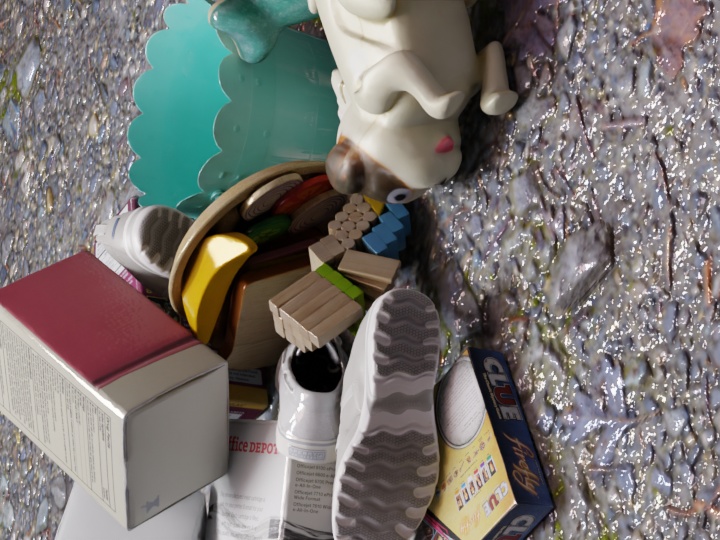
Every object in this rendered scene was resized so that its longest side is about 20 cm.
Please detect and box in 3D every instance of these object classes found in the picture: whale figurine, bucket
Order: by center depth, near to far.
[{"bbox_3d":[-0.033,-0.253,1.442,0.200,0.159,0.104,-47,53,-3],"label":"whale figurine"},{"bbox_3d":[-0.113,-0.137,1.575,0.207,0.134,0.209,-26,59,55],"label":"bucket"}]

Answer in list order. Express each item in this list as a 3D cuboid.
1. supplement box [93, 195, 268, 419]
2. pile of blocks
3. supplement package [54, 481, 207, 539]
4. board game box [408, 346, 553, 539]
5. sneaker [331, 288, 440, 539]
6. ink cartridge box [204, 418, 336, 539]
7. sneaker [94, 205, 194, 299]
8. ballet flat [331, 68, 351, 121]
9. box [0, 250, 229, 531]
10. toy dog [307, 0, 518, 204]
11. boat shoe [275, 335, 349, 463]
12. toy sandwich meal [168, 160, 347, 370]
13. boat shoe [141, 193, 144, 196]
[{"bbox_3d":[-0.172,0.048,1.632,0.103,0.130,0.202,-40,48,48],"label":"supplement box"},{"bbox_3d":[0.000,0.000,1.387,0.062,0.081,0.201,83,-151,-47],"label":"pile of blocks"},{"bbox_3d":[-0.200,0.277,1.528,0.201,0.116,0.118,92,-168,-57],"label":"supplement package"},{"bbox_3d":[0.060,0.172,1.295,0.200,0.034,0.136,-53,40,39],"label":"board game box"},{"bbox_3d":[0.019,0.117,1.295,0.082,0.074,0.202,164,119,-75],"label":"sneaker"},{"bbox_3d":[-0.065,0.228,1.445,0.145,0.083,0.202,-6,76,61],"label":"ink cartridge box"},{"bbox_3d":[-0.150,-0.004,1.537,0.082,0.200,0.075,5,65,40],"label":"sneaker"},{"bbox_3d":[0.013,-0.171,1.435,0.072,0.072,0.202,54,128,51],"label":"ballet flat"},{"bbox_3d":[-0.211,0.096,1.450,0.200,0.109,0.129,35,137,34],"label":"box"},{"bbox_3d":[0.024,-0.151,1.329,0.193,0.139,0.202,7,105,33],"label":"toy dog"},{"bbox_3d":[-0.037,0.083,1.392,0.200,0.071,0.069,-70,-9,-70],"label":"boat shoe"},{"bbox_3d":[-0.072,-0.002,1.442,0.070,0.204,0.206,52,128,27],"label":"toy sandwich meal"},{"bbox_3d":[-0.203,-0.055,1.771,0.201,0.074,0.074,-57,38,33],"label":"boat shoe"}]
